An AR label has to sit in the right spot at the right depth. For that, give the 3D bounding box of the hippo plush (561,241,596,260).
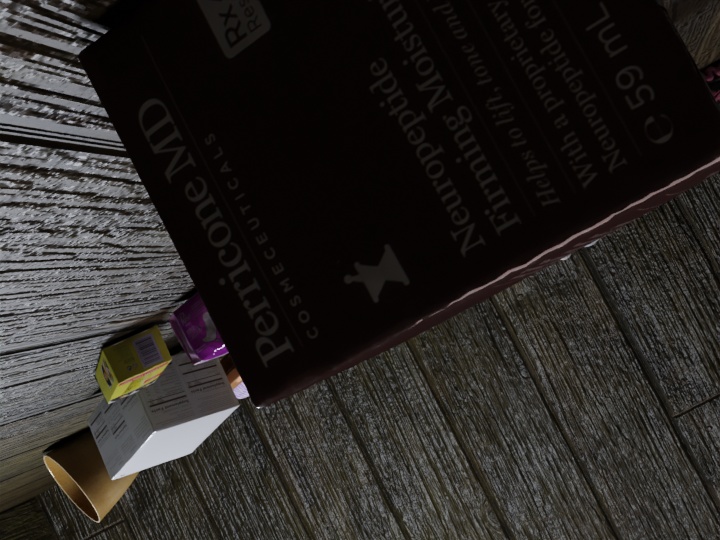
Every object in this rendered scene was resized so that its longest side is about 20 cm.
[{"bbox_3d":[0.193,-0.085,1.056,0.159,0.161,0.200,-31,173,33],"label":"hippo plush"}]

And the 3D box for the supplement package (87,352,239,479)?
[{"bbox_3d":[-0.315,0.226,1.500,0.155,0.111,0.200,-12,158,-41],"label":"supplement package"}]

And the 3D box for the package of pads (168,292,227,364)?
[{"bbox_3d":[-0.117,0.037,1.130,0.120,0.076,0.200,-36,171,34],"label":"package of pads"}]

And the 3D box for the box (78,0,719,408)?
[{"bbox_3d":[0.032,-0.070,0.402,0.200,0.166,0.164,-31,175,23],"label":"box"}]

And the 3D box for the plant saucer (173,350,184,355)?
[{"bbox_3d":[-0.330,0.177,1.623,0.199,0.031,0.200,-28,175,-3],"label":"plant saucer"}]

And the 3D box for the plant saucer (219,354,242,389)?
[{"bbox_3d":[-0.197,0.148,1.608,0.200,0.032,0.200,-42,-170,9],"label":"plant saucer"}]

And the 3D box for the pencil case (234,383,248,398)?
[{"bbox_3d":[-0.298,0.282,2.479,0.086,0.084,0.200,-63,-168,-23],"label":"pencil case"}]

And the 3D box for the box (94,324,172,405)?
[{"bbox_3d":[-0.293,0.123,1.207,0.075,0.050,0.200,-24,173,-24],"label":"box"}]

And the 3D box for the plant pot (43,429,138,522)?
[{"bbox_3d":[-0.557,0.417,2.080,0.200,0.187,0.186,-39,-179,-30],"label":"plant pot"}]

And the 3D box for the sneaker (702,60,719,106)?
[{"bbox_3d":[0.526,-0.254,1.455,0.199,0.096,0.079,-27,176,7],"label":"sneaker"}]
